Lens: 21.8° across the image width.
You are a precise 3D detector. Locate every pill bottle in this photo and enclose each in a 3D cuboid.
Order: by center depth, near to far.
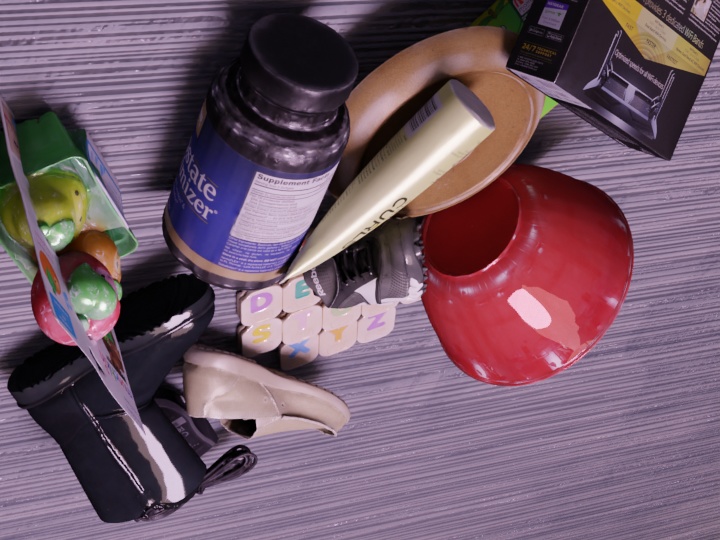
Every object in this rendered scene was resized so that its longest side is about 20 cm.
[{"bbox_3d":[-0.072,-0.089,1.400,0.111,0.112,0.201,-7,140,-31],"label":"pill bottle"}]

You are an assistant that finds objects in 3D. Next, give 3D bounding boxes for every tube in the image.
[{"bbox_3d":[0.017,-0.061,1.429,0.200,0.052,0.058,-42,139,19],"label":"tube"}]

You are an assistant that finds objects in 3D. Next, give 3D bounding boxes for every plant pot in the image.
[{"bbox_3d":[0.063,-0.107,1.472,0.198,0.028,0.201,-20,146,-14],"label":"plant pot"}]

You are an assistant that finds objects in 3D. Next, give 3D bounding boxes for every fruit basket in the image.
[{"bbox_3d":[-0.201,-0.005,1.332,0.093,0.201,0.186,-27,147,-2],"label":"fruit basket"}]

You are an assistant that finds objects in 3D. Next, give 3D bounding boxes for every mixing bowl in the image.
[{"bbox_3d":[0.119,-0.014,1.585,0.200,0.201,0.108,-39,138,14],"label":"mixing bowl"}]

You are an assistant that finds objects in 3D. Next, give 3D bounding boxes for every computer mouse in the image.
[{"bbox_3d":[-0.196,0.164,1.709,0.140,0.046,0.200,-31,147,12],"label":"computer mouse"}]

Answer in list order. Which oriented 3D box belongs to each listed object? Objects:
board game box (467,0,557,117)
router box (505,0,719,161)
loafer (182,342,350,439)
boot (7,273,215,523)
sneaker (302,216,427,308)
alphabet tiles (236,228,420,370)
[{"bbox_3d":[0.096,-0.141,1.520,0.200,0.048,0.101,-40,146,16],"label":"board game box"},{"bbox_3d":[0.212,-0.193,1.472,0.199,0.052,0.158,24,89,-51],"label":"router box"},{"bbox_3d":[-0.091,0.120,1.689,0.199,0.075,0.069,24,85,-42],"label":"loafer"},{"bbox_3d":[-0.173,0.111,1.565,0.199,0.077,0.169,-29,118,10],"label":"boot"},{"bbox_3d":[0.000,0.000,1.545,0.090,0.067,0.200,-8,175,-11],"label":"sneaker"},{"bbox_3d":[-0.018,0.019,1.679,0.198,0.015,0.196,-18,145,-17],"label":"alphabet tiles"}]
